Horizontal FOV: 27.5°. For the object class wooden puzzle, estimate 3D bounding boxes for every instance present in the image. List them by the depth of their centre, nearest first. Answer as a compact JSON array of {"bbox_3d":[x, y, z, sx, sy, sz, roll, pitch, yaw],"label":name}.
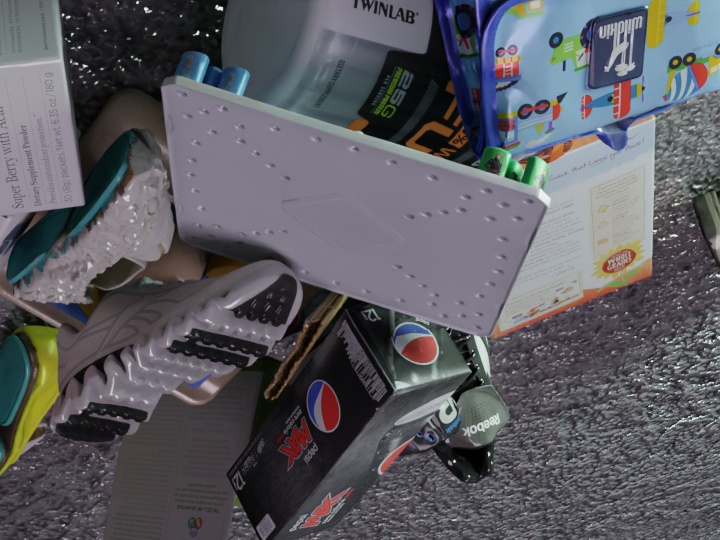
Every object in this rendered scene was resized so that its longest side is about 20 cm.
[{"bbox_3d":[-0.130,0.000,0.965,0.184,0.047,0.200,32,128,-16],"label":"wooden puzzle"}]

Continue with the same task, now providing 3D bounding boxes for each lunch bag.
[{"bbox_3d":[0.114,-0.154,0.752,0.149,0.094,0.202,-20,122,-13],"label":"lunch bag"}]

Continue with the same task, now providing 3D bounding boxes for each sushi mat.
[{"bbox_3d":[0.000,0.000,0.978,0.012,0.200,0.096,35,136,3],"label":"sushi mat"}]

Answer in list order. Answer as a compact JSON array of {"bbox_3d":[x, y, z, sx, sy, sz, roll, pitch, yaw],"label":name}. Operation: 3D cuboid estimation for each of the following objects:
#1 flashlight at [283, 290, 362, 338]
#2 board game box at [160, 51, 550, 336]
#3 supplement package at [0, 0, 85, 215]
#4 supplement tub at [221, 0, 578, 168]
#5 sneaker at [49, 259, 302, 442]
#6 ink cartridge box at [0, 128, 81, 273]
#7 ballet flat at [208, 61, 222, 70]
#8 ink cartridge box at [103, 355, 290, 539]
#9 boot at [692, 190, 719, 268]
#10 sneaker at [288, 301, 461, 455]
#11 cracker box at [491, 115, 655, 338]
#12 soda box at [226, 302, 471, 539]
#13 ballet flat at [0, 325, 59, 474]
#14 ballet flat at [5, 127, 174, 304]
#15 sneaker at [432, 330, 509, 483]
[{"bbox_3d":[-0.028,0.028,1.098,0.198,0.068,0.068,1,133,-29],"label":"flashlight"},{"bbox_3d":[-0.006,-0.035,0.805,0.198,0.026,0.200,17,157,3],"label":"board game box"},{"bbox_3d":[-0.251,-0.101,0.760,0.198,0.121,0.122,-8,147,-9],"label":"supplement package"},{"bbox_3d":[0.032,-0.125,0.831,0.198,0.123,0.123,9,141,-32],"label":"supplement tub"},{"bbox_3d":[-0.122,0.034,0.911,0.199,0.082,0.075,-29,148,28],"label":"sneaker"},{"bbox_3d":[-0.259,0.012,0.888,0.045,0.177,0.200,35,132,-6],"label":"ink cartridge box"},{"bbox_3d":[-0.025,-0.057,0.889,0.198,0.072,0.072,23,139,-7],"label":"ballet flat"},{"bbox_3d":[-0.116,0.169,1.107,0.147,0.202,0.075,-3,161,42],"label":"ink cartridge box"},{"bbox_3d":[0.358,-0.030,1.148,0.150,0.074,0.200,-28,139,20],"label":"boot"},{"bbox_3d":[0.047,0.057,1.008,0.112,0.073,0.200,46,131,-7],"label":"sneaker"},{"bbox_3d":[0.136,-0.044,1.040,0.133,0.058,0.201,-21,148,-3],"label":"cracker box"},{"bbox_3d":[-0.012,0.101,0.964,0.070,0.064,0.200,-11,150,-39],"label":"soda box"},{"bbox_3d":[-0.263,0.108,1.130,0.067,0.067,0.200,-13,152,-44],"label":"ballet flat"},{"bbox_3d":[-0.146,-0.025,0.860,0.071,0.073,0.200,8,160,-30],"label":"ballet flat"},{"bbox_3d":[0.074,0.082,1.085,0.066,0.091,0.201,-20,135,-12],"label":"sneaker"}]
